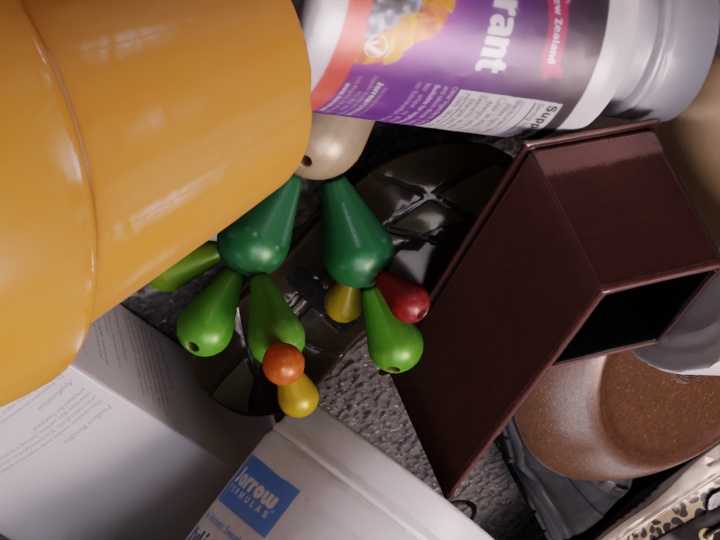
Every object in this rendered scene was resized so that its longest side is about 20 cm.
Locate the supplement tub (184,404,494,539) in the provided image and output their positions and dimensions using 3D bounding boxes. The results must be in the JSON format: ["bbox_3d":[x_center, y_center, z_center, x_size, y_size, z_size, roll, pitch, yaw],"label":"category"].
[{"bbox_3d":[-0.039,0.177,1.026,0.200,0.132,0.132,-54,135,-6],"label":"supplement tub"}]

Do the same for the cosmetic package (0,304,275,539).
[{"bbox_3d":[-0.136,0.087,1.073,0.113,0.081,0.200,-34,137,15],"label":"cosmetic package"}]

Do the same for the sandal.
[{"bbox_3d":[0.000,0.000,1.046,0.200,0.055,0.082,-40,104,22],"label":"sandal"}]

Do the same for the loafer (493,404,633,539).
[{"bbox_3d":[0.107,0.082,1.171,0.070,0.068,0.201,-30,142,0],"label":"loafer"}]

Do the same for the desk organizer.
[{"bbox_3d":[0.084,0.023,0.971,0.072,0.077,0.200,-11,153,-27],"label":"desk organizer"}]

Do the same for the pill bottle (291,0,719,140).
[{"bbox_3d":[0.050,-0.115,0.908,0.200,0.112,0.112,5,132,-25],"label":"pill bottle"}]

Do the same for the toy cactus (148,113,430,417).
[{"bbox_3d":[-0.042,-0.034,0.963,0.200,0.102,0.165,32,94,-1],"label":"toy cactus"}]

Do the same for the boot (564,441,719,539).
[{"bbox_3d":[0.200,0.195,1.256,0.200,0.073,0.151,-40,93,7],"label":"boot"}]

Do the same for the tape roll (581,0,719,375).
[{"bbox_3d":[0.175,-0.052,0.956,0.071,0.203,0.203,2,133,-23],"label":"tape roll"}]

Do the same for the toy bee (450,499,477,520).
[{"bbox_3d":[-0.041,0.144,1.166,0.131,0.200,0.109,-6,117,37],"label":"toy bee"}]

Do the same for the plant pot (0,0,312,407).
[{"bbox_3d":[-0.126,-0.061,0.817,0.183,0.200,0.200,-23,144,-34],"label":"plant pot"}]

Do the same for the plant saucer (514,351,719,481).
[{"bbox_3d":[0.170,0.034,1.112,0.200,0.037,0.201,-19,128,-26],"label":"plant saucer"}]
